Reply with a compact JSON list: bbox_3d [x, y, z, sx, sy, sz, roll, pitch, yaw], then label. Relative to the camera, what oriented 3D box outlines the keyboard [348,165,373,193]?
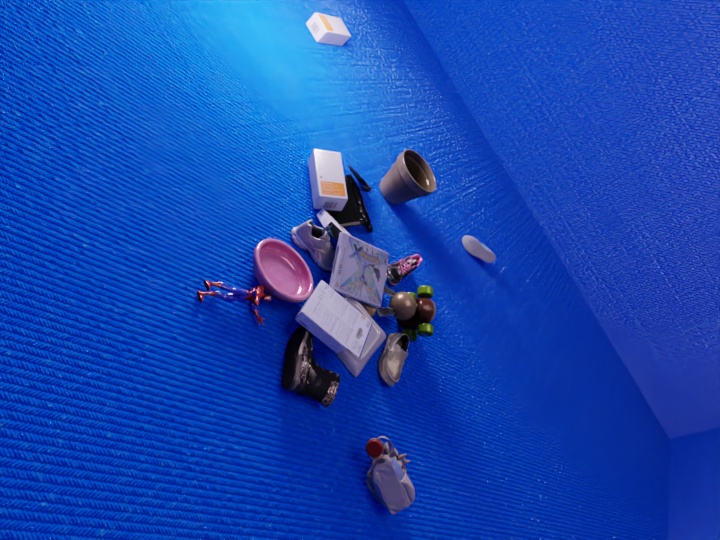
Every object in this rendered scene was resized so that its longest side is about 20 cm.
[{"bbox_3d":[-0.005,-0.327,1.893,0.104,0.040,0.200,47,8,7],"label":"keyboard"}]

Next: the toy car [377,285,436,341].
[{"bbox_3d":[0.134,0.125,1.691,0.199,0.158,0.165,20,60,-32],"label":"toy car"}]

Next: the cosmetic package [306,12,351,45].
[{"bbox_3d":[-0.140,-1.076,2.293,0.102,0.071,0.200,59,35,2],"label":"cosmetic package"}]

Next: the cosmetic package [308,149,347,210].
[{"bbox_3d":[-0.111,-0.306,1.733,0.101,0.071,0.201,2,60,-22],"label":"cosmetic package"}]

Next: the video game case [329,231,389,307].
[{"bbox_3d":[0.000,0.000,1.588,0.199,0.022,0.183,23,69,-36],"label":"video game case"}]

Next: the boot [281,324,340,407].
[{"bbox_3d":[-0.125,0.251,1.355,0.150,0.073,0.201,38,37,-29],"label":"boot"}]

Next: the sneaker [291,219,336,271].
[{"bbox_3d":[-0.116,-0.076,1.582,0.200,0.092,0.076,39,40,-25],"label":"sneaker"}]

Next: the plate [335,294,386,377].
[{"bbox_3d":[-0.019,0.181,1.540,0.200,0.032,0.200,51,45,-7],"label":"plate"}]

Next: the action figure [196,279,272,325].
[{"bbox_3d":[-0.294,0.080,1.277,0.200,0.065,0.099,5,44,-47],"label":"action figure"}]

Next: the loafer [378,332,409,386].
[{"bbox_3d":[0.109,0.271,1.619,0.076,0.068,0.200,40,40,-24],"label":"loafer"}]

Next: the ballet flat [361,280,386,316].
[{"bbox_3d":[0.040,0.065,1.688,0.063,0.069,0.200,36,40,-18],"label":"ballet flat"}]

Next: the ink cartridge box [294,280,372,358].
[{"bbox_3d":[-0.069,0.141,1.425,0.200,0.043,0.196,42,25,-7],"label":"ink cartridge box"}]

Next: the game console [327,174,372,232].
[{"bbox_3d":[-0.050,-0.230,1.836,0.176,0.116,0.201,47,24,-71],"label":"game console"}]

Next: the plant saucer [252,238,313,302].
[{"bbox_3d":[-0.220,0.007,1.418,0.200,0.051,0.201,35,33,-28],"label":"plant saucer"}]

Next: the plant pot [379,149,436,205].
[{"bbox_3d":[0.178,-0.356,2.062,0.200,0.173,0.201,28,46,-34],"label":"plant pot"}]

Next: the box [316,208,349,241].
[{"bbox_3d":[-0.052,-0.106,1.661,0.200,0.036,0.144,42,7,-26],"label":"box"}]

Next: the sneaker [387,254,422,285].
[{"bbox_3d":[0.161,-0.012,1.863,0.079,0.095,0.200,59,37,-2],"label":"sneaker"}]

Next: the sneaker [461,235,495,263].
[{"bbox_3d":[0.547,-0.105,2.423,0.200,0.074,0.082,36,11,-21],"label":"sneaker"}]

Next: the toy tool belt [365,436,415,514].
[{"bbox_3d":[0.072,0.531,1.370,0.201,0.124,0.123,65,5,4],"label":"toy tool belt"}]
